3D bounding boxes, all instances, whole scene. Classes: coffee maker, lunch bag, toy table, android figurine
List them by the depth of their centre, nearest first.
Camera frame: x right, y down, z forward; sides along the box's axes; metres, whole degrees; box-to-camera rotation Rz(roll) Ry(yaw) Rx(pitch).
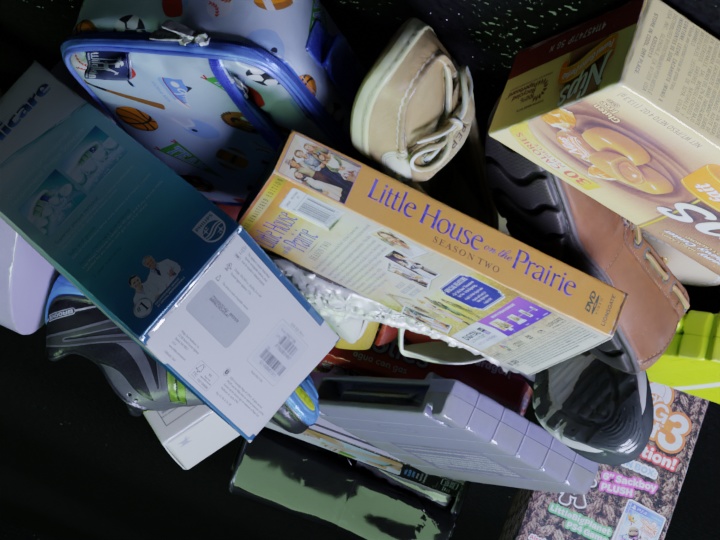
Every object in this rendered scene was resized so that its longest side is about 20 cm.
[{"bbox_3d":[-0.066,-0.101,1.035,0.160,0.076,0.200,9,159,28],"label":"lunch bag"},{"bbox_3d":[0.255,0.062,1.164,0.199,0.041,0.182,20,168,-14],"label":"android figurine"},{"bbox_3d":[-0.242,-0.066,1.197,0.117,0.201,0.184,22,-159,10],"label":"toy table"},{"bbox_3d":[-0.009,0.182,1.586,0.199,0.193,0.135,21,178,6],"label":"coffee maker"}]

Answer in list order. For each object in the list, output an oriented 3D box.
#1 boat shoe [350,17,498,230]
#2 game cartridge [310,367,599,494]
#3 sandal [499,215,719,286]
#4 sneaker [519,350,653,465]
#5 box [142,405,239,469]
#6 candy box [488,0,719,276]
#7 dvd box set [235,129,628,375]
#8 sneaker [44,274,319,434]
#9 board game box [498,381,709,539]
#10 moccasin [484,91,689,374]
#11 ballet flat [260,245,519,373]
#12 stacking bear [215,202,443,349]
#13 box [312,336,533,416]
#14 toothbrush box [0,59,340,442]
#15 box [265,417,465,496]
[{"bbox_3d":[0.041,-0.066,0.986,0.063,0.073,0.201,30,161,17],"label":"boat shoe"},{"bbox_3d":[0.056,0.106,1.225,0.129,0.039,0.200,26,167,-26],"label":"game cartridge"},{"bbox_3d":[0.113,-0.004,1.111,0.211,0.070,0.078,22,162,-1],"label":"sandal"},{"bbox_3d":[0.151,0.077,1.153,0.085,0.074,0.200,46,-174,-20],"label":"sneaker"},{"bbox_3d":[-0.145,0.030,1.304,0.200,0.095,0.078,57,174,20],"label":"box"},{"bbox_3d":[0.178,-0.054,0.920,0.199,0.056,0.115,28,161,-22],"label":"candy box"},{"bbox_3d":[0.032,-0.005,1.013,0.199,0.030,0.146,26,164,-6],"label":"dvd box set"},{"bbox_3d":[-0.119,0.064,1.220,0.199,0.083,0.071,21,-171,8],"label":"sneaker"},{"bbox_3d":[0.166,0.164,1.320,0.096,0.201,0.160,21,161,3],"label":"board game box"},{"bbox_3d":[0.132,-0.029,1.019,0.074,0.078,0.202,23,155,55],"label":"moccasin"},{"bbox_3d":[0.023,0.022,1.124,0.199,0.072,0.072,15,163,-11],"label":"ballet flat"},{"bbox_3d":[0.000,0.000,1.201,0.199,0.114,0.122,16,160,-1],"label":"stacking bear"},{"bbox_3d":[0.030,0.045,1.302,0.199,0.096,0.100,18,162,10],"label":"box"},{"bbox_3d":[-0.126,-0.011,1.061,0.200,0.085,0.146,36,172,35],"label":"toothbrush box"},{"bbox_3d":[0.003,0.084,1.417,0.199,0.117,0.060,19,164,3],"label":"box"}]
